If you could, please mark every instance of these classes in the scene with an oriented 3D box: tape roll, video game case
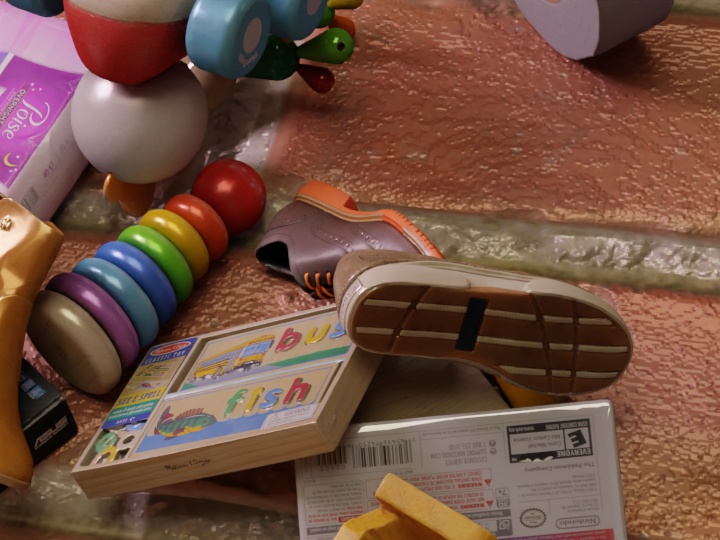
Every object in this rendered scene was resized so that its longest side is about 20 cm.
[{"bbox_3d":[0.146,-0.254,1.542,0.066,0.200,0.200,-27,54,-11],"label":"tape roll"},{"bbox_3d":[0.064,0.178,1.304,0.200,0.023,0.183,-6,78,5],"label":"video game case"}]

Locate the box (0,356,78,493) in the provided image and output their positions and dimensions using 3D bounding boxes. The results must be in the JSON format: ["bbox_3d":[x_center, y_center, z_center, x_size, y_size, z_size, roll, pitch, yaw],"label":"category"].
[{"bbox_3d":[-0.316,0.090,1.463,0.160,0.044,0.200,-38,57,-18],"label":"box"}]

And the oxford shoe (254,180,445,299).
[{"bbox_3d":[0.000,0.000,1.440,0.073,0.071,0.200,-42,31,-16],"label":"oxford shoe"}]

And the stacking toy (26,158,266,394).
[{"bbox_3d":[-0.139,-0.008,1.487,0.085,0.085,0.200,30,60,27],"label":"stacking toy"}]

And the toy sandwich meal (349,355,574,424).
[{"bbox_3d":[0.057,0.116,1.364,0.205,0.070,0.205,-5,53,6],"label":"toy sandwich meal"}]

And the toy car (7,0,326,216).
[{"bbox_3d":[-0.144,-0.139,1.511,0.184,0.200,0.177,20,29,19],"label":"toy car"}]

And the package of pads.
[{"bbox_3d":[-0.259,-0.102,1.575,0.120,0.076,0.200,17,58,22],"label":"package of pads"}]

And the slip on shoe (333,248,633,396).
[{"bbox_3d":[0.076,0.028,1.337,0.200,0.076,0.061,8,25,-20],"label":"slip on shoe"}]

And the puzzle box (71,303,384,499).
[{"bbox_3d":[-0.079,0.080,1.369,0.200,0.025,0.133,-14,29,32],"label":"puzzle box"}]

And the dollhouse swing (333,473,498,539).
[{"bbox_3d":[0.058,0.260,1.186,0.176,0.182,0.200,25,74,33],"label":"dollhouse swing"}]

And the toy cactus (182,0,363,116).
[{"bbox_3d":[-0.093,-0.173,1.606,0.200,0.102,0.165,33,84,26],"label":"toy cactus"}]

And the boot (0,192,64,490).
[{"bbox_3d":[-0.237,0.035,1.391,0.144,0.071,0.201,-51,51,5],"label":"boot"}]
